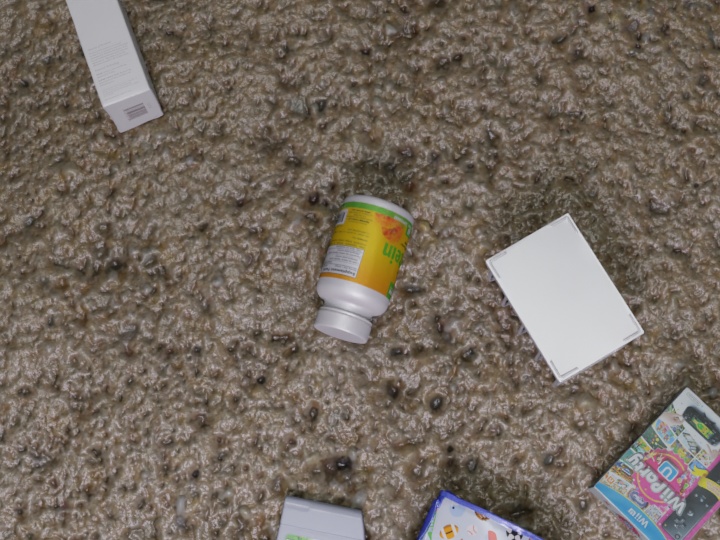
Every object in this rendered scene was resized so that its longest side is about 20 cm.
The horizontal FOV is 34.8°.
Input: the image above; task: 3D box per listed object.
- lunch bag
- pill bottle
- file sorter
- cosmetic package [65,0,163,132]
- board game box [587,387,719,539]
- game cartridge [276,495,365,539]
[{"bbox_3d":[0.165,0.418,1.586,0.199,0.124,0.171,25,79,-1],"label":"lunch bag"},{"bbox_3d":[0.000,0.000,1.694,0.111,0.111,0.201,16,78,5],"label":"pill bottle"},{"bbox_3d":[0.288,0.050,1.668,0.138,0.125,0.201,-29,77,-4],"label":"file sorter"},{"bbox_3d":[-0.382,-0.333,1.785,0.081,0.113,0.201,-22,75,-4],"label":"cosmetic package"},{"bbox_3d":[0.448,0.291,1.638,0.148,0.064,0.200,44,82,11],"label":"board game box"},{"bbox_3d":[-0.062,0.431,1.633,0.133,0.040,0.201,11,77,0],"label":"game cartridge"}]
